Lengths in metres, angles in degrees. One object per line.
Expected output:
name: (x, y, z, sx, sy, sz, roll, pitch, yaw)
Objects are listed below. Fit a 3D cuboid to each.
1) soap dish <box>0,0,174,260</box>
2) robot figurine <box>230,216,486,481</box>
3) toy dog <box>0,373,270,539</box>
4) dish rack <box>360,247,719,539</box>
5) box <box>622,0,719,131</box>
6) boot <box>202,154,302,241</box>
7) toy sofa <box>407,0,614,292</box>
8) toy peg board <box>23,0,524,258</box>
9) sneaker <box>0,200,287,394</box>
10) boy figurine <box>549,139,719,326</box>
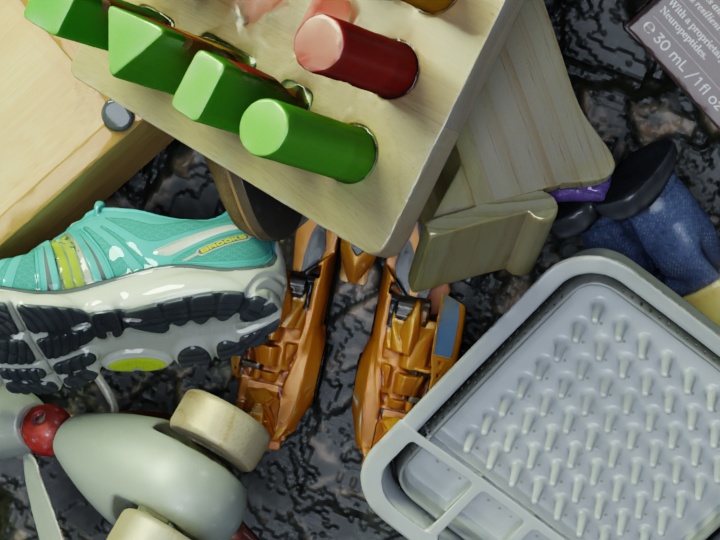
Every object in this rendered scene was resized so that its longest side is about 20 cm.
soap dish: (-0.202, -0.078, 1.427, 0.200, 0.081, 0.158, -40, 93, 13)
robot figurine: (0.000, 0.000, 1.427, 0.144, 0.058, 0.201, 11, 101, 4)
toy dog: (-0.116, 0.105, 1.432, 0.132, 0.200, 0.096, -43, 134, -3)
dish rack: (0.117, 0.086, 1.376, 0.171, 0.044, 0.200, 37, 122, -9)
box: (0.234, -0.151, 1.367, 0.200, 0.075, 0.100, -43, 92, 10)
boot: (-0.082, -0.105, 1.382, 0.075, 0.074, 0.201, -20, 84, 28)
toy sofa: (0.046, -0.099, 1.355, 0.097, 0.083, 0.201, -15, 73, -12)
toy peg board: (-0.038, -0.141, 1.255, 0.200, 0.098, 0.200, 31, 99, 28)
sneaker: (-0.136, 0.009, 1.389, 0.199, 0.080, 0.078, -5, 142, 0)
boy figurine: (0.165, 0.034, 1.400, 0.124, 0.064, 0.201, -15, 116, 37)
